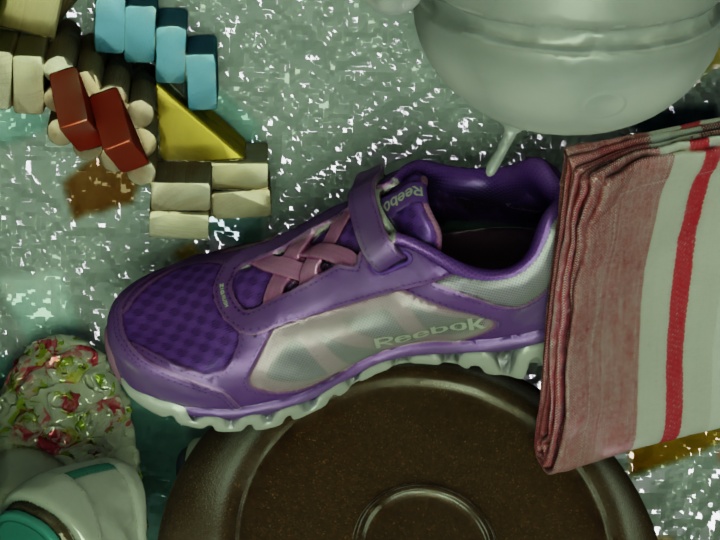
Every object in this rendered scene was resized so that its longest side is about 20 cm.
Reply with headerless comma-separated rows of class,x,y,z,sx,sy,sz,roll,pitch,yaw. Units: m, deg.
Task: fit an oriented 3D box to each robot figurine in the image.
robot figurine,0.076,-0.134,0.911,0.169,0.113,0.200,-9,115,-24

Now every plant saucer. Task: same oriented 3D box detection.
plant saucer,0.023,0.112,0.980,0.200,0.201,0.032,7,149,-5

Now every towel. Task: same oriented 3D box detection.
towel,0.163,0.001,0.974,0.200,0.023,0.144,-12,128,-18

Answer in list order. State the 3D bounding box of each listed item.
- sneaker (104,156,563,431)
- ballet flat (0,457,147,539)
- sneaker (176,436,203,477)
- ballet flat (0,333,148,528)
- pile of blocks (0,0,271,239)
sneaker,0.000,0.000,0.970,0.200,0.081,0.089,-10,147,-3
ballet flat,-0.102,0.158,1.004,0.069,0.069,0.200,0,121,-2
sneaker,-0.064,0.164,1.056,0.084,0.075,0.200,-9,109,9
ballet flat,-0.130,0.125,1.035,0.075,0.064,0.200,13,113,15
pile of blocks,-0.105,-0.083,0.954,0.200,0.062,0.082,35,108,-16
